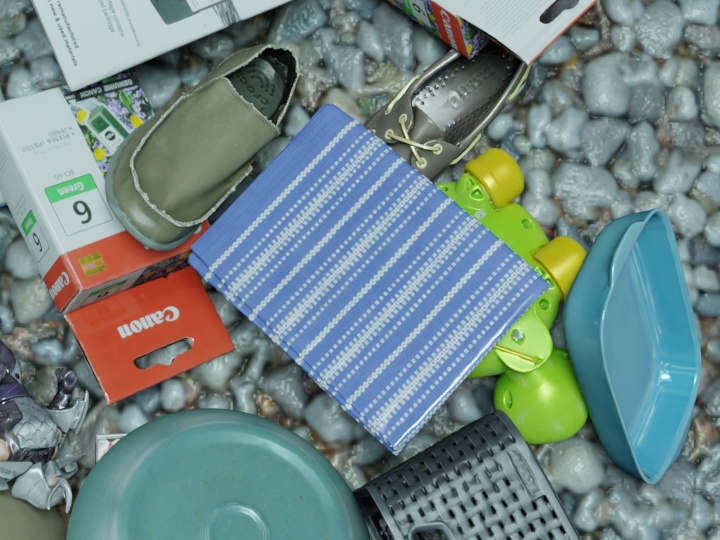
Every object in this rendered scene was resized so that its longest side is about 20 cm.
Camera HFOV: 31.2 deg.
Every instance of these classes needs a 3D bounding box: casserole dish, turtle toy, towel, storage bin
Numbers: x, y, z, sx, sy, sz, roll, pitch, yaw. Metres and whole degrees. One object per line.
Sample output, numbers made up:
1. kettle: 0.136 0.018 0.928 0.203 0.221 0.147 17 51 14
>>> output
1. casserole dish: 0.178 0.050 0.844 0.038 0.201 0.122 8 50 33
2. turtle toy: 0.082 0.028 0.863 0.145 0.101 0.201 -35 76 -7
3. towel: 0.000 0.000 0.815 0.200 0.024 0.145 41 84 21
4. storage bin: 0.069 0.172 0.789 0.093 0.200 0.136 -27 82 -8

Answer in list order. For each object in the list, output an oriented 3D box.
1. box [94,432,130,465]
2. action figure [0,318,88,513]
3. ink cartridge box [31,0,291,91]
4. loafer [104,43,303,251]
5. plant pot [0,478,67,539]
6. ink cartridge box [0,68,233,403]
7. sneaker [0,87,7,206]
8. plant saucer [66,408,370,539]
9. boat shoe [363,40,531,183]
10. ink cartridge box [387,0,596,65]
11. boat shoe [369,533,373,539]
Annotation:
1. box: -0.119 0.209 0.856 0.108 0.035 0.203 -3 80 -4
2. action figure: -0.235 0.069 0.835 0.069 0.130 0.202 -32 75 3
3. ink cartridge box: -0.127 -0.216 0.870 0.198 0.146 0.085 -24 122 -8
4. loafer: -0.098 -0.093 0.847 0.075 0.069 0.201 42 44 -14
5. plant pot: -0.272 0.201 0.765 0.184 0.200 0.190 1 79 -4
6. ink cartridge box: -0.162 -0.026 0.860 0.108 0.050 0.202 -22 81 -35
7. sneaker: -0.285 -0.138 0.891 0.071 0.073 0.202 -20 83 -9
8. plant saucer: -0.079 0.168 0.792 0.197 0.036 0.202 11 53 -15
9. boat shoe: 0.047 -0.101 0.909 0.200 0.060 0.072 -43 85 -10
10. ink cartridge box: 0.086 -0.211 0.895 0.109 0.051 0.200 -42 57 -9
11. boat shoe: -0.011 0.228 0.842 0.071 0.068 0.203 -17 81 -6
